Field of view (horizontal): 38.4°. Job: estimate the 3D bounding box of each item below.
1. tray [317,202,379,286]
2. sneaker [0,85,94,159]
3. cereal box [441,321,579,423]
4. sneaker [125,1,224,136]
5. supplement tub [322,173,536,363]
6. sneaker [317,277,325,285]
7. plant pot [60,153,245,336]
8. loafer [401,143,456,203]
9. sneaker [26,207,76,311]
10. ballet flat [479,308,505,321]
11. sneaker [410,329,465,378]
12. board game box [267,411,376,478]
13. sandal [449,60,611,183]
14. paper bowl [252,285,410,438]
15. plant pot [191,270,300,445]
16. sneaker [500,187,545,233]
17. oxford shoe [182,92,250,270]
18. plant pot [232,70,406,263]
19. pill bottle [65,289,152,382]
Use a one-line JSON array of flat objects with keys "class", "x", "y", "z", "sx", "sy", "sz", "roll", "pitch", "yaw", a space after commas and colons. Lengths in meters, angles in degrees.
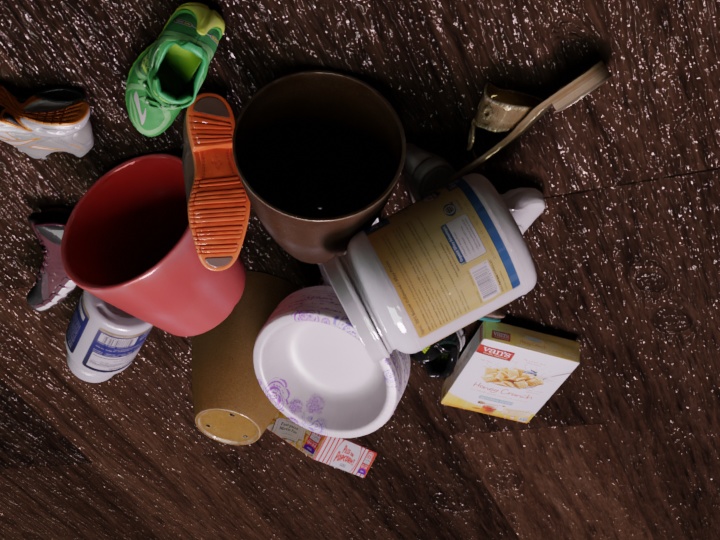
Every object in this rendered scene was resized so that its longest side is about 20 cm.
[{"class": "tray", "x": 0.000, "y": 0.000, "z": 1.344, "sx": 0.107, "sy": 0.022, "sz": 0.201, "roll": -7, "pitch": 116, "yaw": 26}, {"class": "sneaker", "x": -0.419, "y": -0.171, "z": 1.255, "sx": 0.198, "sy": 0.076, "sz": 0.092, "roll": 8, "pitch": 146, "yaw": 7}, {"class": "cereal box", "x": 0.212, "y": 0.149, "z": 1.491, "sx": 0.143, "sy": 0.040, "sz": 0.200, "roll": 13, "pitch": 145, "yaw": -6}, {"class": "sneaker", "x": -0.216, "y": -0.211, "z": 1.140, "sx": 0.074, "sy": 0.084, "sz": 0.200, "roll": 25, "pitch": 140, "yaw": -16}, {"class": "supplement tub", "x": 0.074, "y": 0.000, "z": 1.119, "sx": 0.199, "sy": 0.145, "sz": 0.145, "roll": -28, "pitch": 134, "yaw": -1}, {"class": "sneaker", "x": -0.010, "y": 0.073, "z": 1.461, "sx": 0.084, "sy": 0.077, "sz": 0.201, "roll": -16, "pitch": 138, "yaw": 2}, {"class": "plant pot", "x": -0.246, "y": -0.018, "z": 1.315, "sx": 0.199, "sy": 0.202, "sz": 0.178, "roll": -7, "pitch": 146, "yaw": 23}, {"class": "loafer", "x": 0.096, "y": -0.082, "z": 1.240, "sx": 0.072, "sy": 0.063, "sz": 0.200, "roll": -37, "pitch": 144, "yaw": -4}, {"class": "sneaker", "x": -0.430, "y": -0.028, "z": 1.441, "sx": 0.199, "sy": 0.076, "sz": 0.115, "roll": -33, "pitch": 119, "yaw": 29}, {"class": "ballet flat", "x": 0.124, "y": 0.029, "z": 1.343, "sx": 0.199, "sy": 0.068, "sz": 0.068, "roll": 6, "pitch": -173, "yaw": -44}, {"class": "sneaker", "x": 0.089, "y": 0.076, "z": 1.407, "sx": 0.073, "sy": 0.088, "sz": 0.200, "roll": -8, "pitch": 137, "yaw": 24}, {"class": "board game box", "x": -0.092, "y": 0.239, "z": 1.579, "sx": 0.199, "sy": 0.047, "sz": 0.151, "roll": 26, "pitch": 175, "yaw": 35}, {"class": "sandal", "x": 0.164, "y": -0.179, "z": 1.111, "sx": 0.211, "sy": 0.078, "sz": 0.070, "roll": -33, "pitch": 93, "yaw": 33}, {"class": "paper bowl", "x": -0.032, "y": 0.110, "z": 1.346, "sx": 0.199, "sy": 0.105, "sz": 0.202, "roll": 10, "pitch": 124, "yaw": 15}, {"class": "plant pot", "x": -0.162, "y": 0.136, "z": 1.459, "sx": 0.185, "sy": 0.201, "sz": 0.187, "roll": 7, "pitch": 141, "yaw": 5}, {"class": "sneaker", "x": 0.153, "y": -0.011, "z": 1.223, "sx": 0.200, "sy": 0.100, "sz": 0.078, "roll": -43, "pitch": 149, "yaw": 5}, {"class": "oxford shoe", "x": -0.171, "y": -0.098, "z": 1.196, "sx": 0.071, "sy": 0.202, "sz": 0.073, "roll": 0, "pitch": 175, "yaw": -21}, {"class": "plant pot", "x": -0.049, "y": -0.092, "z": 1.186, "sx": 0.185, "sy": 0.188, "sz": 0.200, "roll": 11, "pitch": 154, "yaw": 1}, {"class": "pill bottle", "x": -0.372, "y": 0.086, "z": 1.523, "sx": 0.110, "sy": 0.112, "sz": 0.200, "roll": 24, "pitch": 140, "yaw": -14}]
